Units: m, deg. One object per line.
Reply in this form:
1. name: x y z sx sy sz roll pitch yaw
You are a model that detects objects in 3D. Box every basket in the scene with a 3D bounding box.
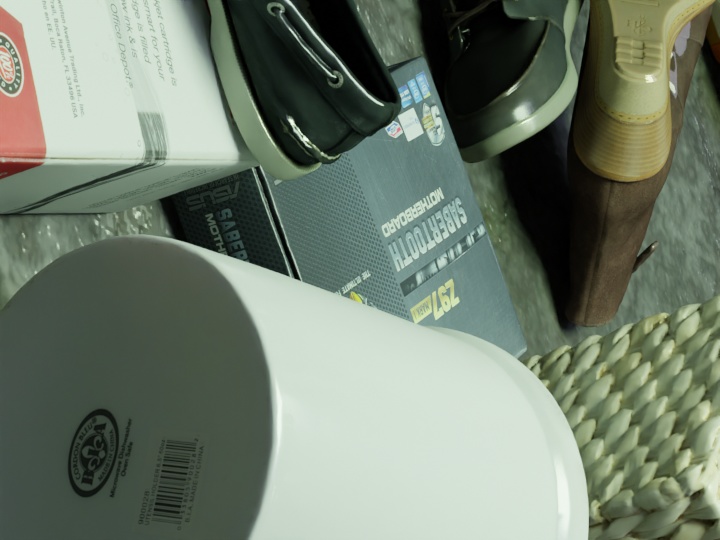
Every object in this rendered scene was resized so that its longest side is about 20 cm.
1. basket: 0.137 0.137 1.188 0.161 0.197 0.200 59 33 -18

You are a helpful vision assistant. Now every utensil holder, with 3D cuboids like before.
1. utensil holder: -0.036 0.085 0.945 0.199 0.169 0.171 22 58 -51

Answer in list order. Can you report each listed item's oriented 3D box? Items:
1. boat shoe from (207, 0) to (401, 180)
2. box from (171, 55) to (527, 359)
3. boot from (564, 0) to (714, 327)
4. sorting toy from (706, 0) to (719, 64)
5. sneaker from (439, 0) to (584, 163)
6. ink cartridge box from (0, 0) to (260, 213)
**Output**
1. boat shoe: -0.035 -0.139 0.982 0.074 0.066 0.201 -16 90 -62
2. box: 0.000 0.000 1.159 0.200 0.051 0.159 -33 107 -60
3. boot: 0.148 -0.086 1.411 0.201 0.072 0.167 -67 169 -52
4. sorting toy: 0.286 -0.136 1.742 0.186 0.036 0.200 69 25 -10
5. sneaker: 0.061 -0.142 1.323 0.107 0.074 0.201 55 24 -24
6. ink cartridge box: -0.131 -0.100 0.948 0.200 0.083 0.146 -3 78 -60
